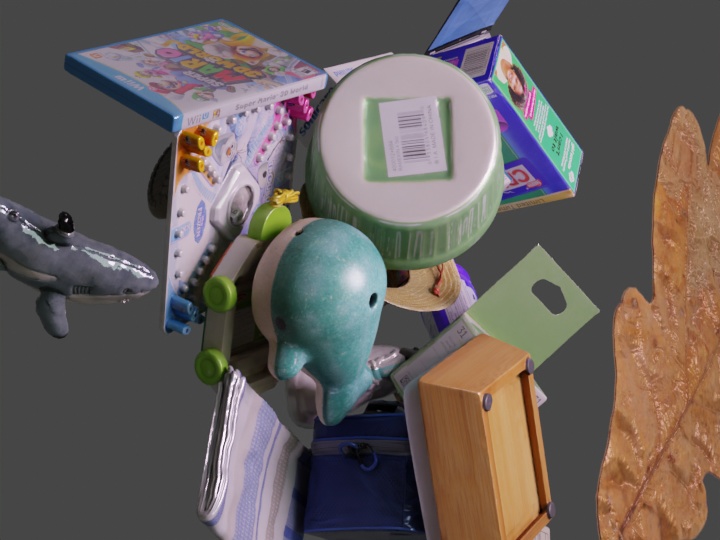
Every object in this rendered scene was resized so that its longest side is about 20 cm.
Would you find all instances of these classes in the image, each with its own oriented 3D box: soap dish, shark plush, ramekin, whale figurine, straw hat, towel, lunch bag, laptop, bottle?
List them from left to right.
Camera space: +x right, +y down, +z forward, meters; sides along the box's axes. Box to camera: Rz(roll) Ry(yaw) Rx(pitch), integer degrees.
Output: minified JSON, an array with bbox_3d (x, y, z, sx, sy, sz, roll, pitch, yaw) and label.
[{"bbox_3d":[-0.254,-0.035,1.294,0.200,0.083,0.091,51,42,-33],"label":"shark plush"},{"bbox_3d":[-0.091,0.196,1.462,0.200,0.024,0.148,56,36,-53],"label":"towel"},{"bbox_3d":[-0.020,0.050,1.457,0.159,0.103,0.201,-45,131,-40],"label":"whale figurine"},{"bbox_3d":[0.000,0.000,1.641,0.200,0.085,0.202,28,32,-19],"label":"straw hat"},{"bbox_3d":[0.031,0.201,1.558,0.200,0.135,0.134,37,53,-58],"label":"lunch bag"},{"bbox_3d":[0.044,-0.110,1.539,0.098,0.198,0.202,92,-3,-72],"label":"ramekin"},{"bbox_3d":[0.099,0.047,1.733,0.201,0.065,0.084,-107,180,-54],"label":"bottle"},{"bbox_3d":[0.115,0.175,1.490,0.157,0.081,0.202,-27,111,-60],"label":"soap dish"},{"bbox_3d":[0.167,-0.267,1.961,0.187,0.115,0.202,-30,104,-54],"label":"laptop"}]

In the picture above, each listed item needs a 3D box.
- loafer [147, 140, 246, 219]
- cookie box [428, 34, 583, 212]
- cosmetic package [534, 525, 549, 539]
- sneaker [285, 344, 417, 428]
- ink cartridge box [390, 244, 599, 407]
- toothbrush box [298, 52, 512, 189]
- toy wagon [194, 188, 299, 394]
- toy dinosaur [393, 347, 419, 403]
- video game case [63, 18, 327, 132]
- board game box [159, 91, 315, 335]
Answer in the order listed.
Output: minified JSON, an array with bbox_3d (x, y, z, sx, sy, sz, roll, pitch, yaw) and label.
[{"bbox_3d":[-0.132,-0.117,1.492,0.067,0.076,0.201,42,54,-24],"label":"loafer"},{"bbox_3d":[0.134,-0.157,1.826,0.200,0.170,0.076,47,46,-36],"label":"cookie box"},{"bbox_3d":[0.118,0.305,1.714,0.200,0.087,0.104,33,55,-47],"label":"cosmetic package"},{"bbox_3d":[0.003,0.106,1.615,0.199,0.088,0.076,-18,95,-56],"label":"sneaker"},{"bbox_3d":[0.146,0.086,1.614,0.145,0.200,0.048,42,11,-44],"label":"ink cartridge box"},{"bbox_3d":[0.041,-0.125,1.679,0.200,0.085,0.146,48,32,11],"label":"toothbrush box"},{"bbox_3d":[-0.092,0.019,1.480,0.155,0.039,0.202,-18,120,-57],"label":"toy wagon"},{"bbox_3d":[0.086,0.149,1.749,0.101,0.058,0.201,45,45,-39],"label":"toy dinosaur"},{"bbox_3d":[-0.146,-0.179,1.440,0.199,0.143,0.018,-23,135,-46],"label":"video game case"},{"bbox_3d":[-0.110,-0.060,1.471,0.200,0.026,0.202,-33,136,-53],"label":"board game box"}]
